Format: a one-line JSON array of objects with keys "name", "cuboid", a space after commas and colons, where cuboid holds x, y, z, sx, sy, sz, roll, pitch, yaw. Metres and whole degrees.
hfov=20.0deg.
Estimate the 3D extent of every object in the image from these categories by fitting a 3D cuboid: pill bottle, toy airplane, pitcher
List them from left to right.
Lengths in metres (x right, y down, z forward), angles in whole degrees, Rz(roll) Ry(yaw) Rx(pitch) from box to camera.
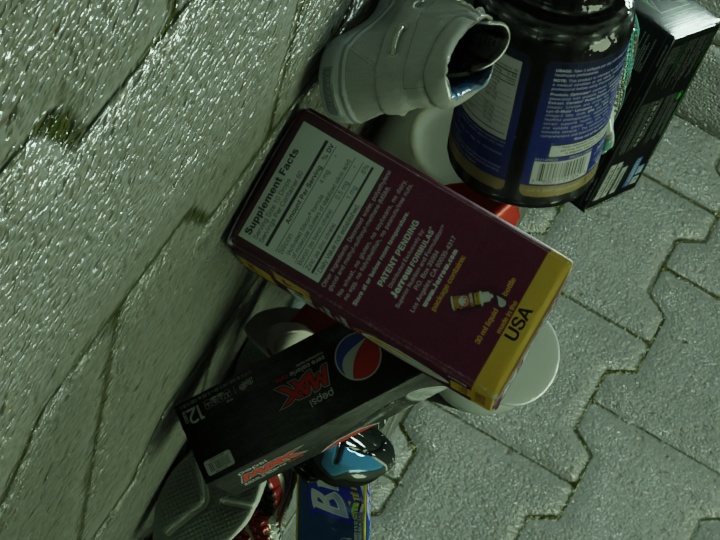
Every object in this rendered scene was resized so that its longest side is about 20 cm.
[{"name": "toy airplane", "cuboid": [0.000, 0.000, 1.515, 0.198, 0.142, 0.200, -1, 141, -35]}, {"name": "pitcher", "cuboid": [0.056, -0.085, 1.661, 0.200, 0.120, 0.173, 120, -23, -66]}, {"name": "pill bottle", "cuboid": [0.093, 0.064, 1.741, 0.111, 0.110, 0.200, -60, -161, -8]}, {"name": "pill bottle", "cuboid": [0.127, -0.150, 1.401, 0.112, 0.111, 0.201, -54, 161, -45]}]

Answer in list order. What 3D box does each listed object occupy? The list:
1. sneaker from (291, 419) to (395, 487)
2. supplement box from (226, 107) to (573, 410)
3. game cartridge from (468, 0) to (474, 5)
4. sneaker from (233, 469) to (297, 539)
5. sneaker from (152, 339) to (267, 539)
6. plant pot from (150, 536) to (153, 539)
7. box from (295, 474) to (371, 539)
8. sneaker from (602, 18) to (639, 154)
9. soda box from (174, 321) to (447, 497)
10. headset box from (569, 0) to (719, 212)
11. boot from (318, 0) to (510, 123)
[{"name": "sneaker", "cuboid": [-0.022, 0.139, 1.576, 0.082, 0.073, 0.200, -44, -176, 8]}, {"name": "supplement box", "cuboid": [0.027, -0.004, 1.316, 0.104, 0.199, 0.131, -59, 173, -4]}, {"name": "game cartridge", "cuboid": [0.100, -0.185, 1.490, 0.200, 0.040, 0.134, 19, 103, -58]}, {"name": "sneaker", "cuboid": [-0.088, 0.202, 1.851, 0.082, 0.077, 0.201, -58, 173, -32]}, {"name": "sneaker", "cuboid": [-0.095, 0.141, 1.580, 0.201, 0.070, 0.080, -60, 176, -13]}, {"name": "plant pot", "cuboid": [-0.136, 0.317, 1.630, 0.200, 0.198, 0.192, -13, 119, -81]}, {"name": "box", "cuboid": [-0.023, 0.148, 1.803, 0.070, 0.064, 0.202, 50, 40, -83]}, {"name": "sneaker", "cuboid": [0.169, -0.184, 1.506, 0.091, 0.077, 0.201, -57, 156, -36]}, {"name": "soda box", "cuboid": [-0.024, 0.083, 1.423, 0.199, 0.064, 0.071, -27, 161, 7]}, {"name": "headset box", "cuboid": [0.167, -0.182, 1.692, 0.093, 0.200, 0.175, -23, 144, -52]}, {"name": "boot", "cuboid": [0.054, -0.146, 1.305, 0.200, 0.095, 0.074, -52, 136, -53]}]
